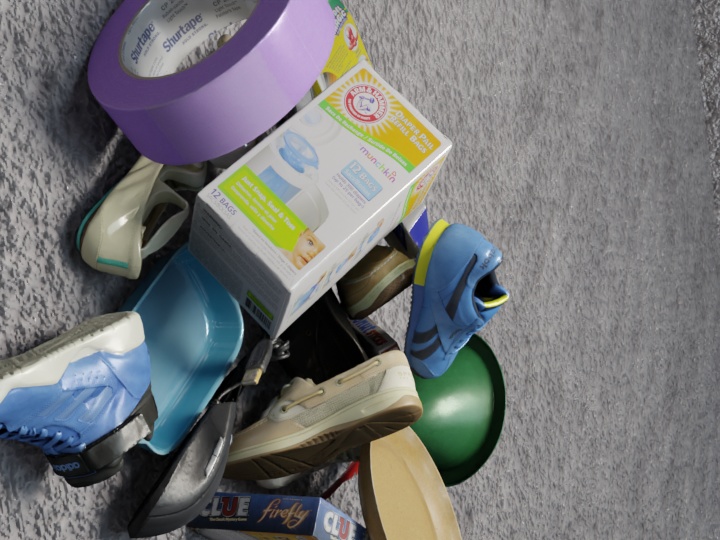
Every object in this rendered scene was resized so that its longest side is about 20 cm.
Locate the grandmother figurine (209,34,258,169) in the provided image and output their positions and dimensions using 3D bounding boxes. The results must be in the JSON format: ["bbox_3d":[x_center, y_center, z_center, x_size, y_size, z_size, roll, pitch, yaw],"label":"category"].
[{"bbox_3d":[-0.107,-0.145,1.087,0.201,0.060,0.123,-92,165,-62],"label":"grandmother figurine"}]

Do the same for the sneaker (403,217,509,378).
[{"bbox_3d":[0.087,0.042,1.108,0.066,0.077,0.202,-54,160,-36],"label":"sneaker"}]

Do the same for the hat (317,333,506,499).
[{"bbox_3d":[0.042,0.139,1.300,0.175,0.164,0.203,21,51,-46],"label":"hat"}]

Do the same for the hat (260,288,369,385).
[{"bbox_3d":[-0.047,0.065,1.187,0.203,0.080,0.201,61,-2,4],"label":"hat"}]

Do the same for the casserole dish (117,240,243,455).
[{"bbox_3d":[-0.164,0.063,1.045,0.201,0.038,0.122,-60,136,-45],"label":"casserole dish"}]

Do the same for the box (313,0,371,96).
[{"bbox_3d":[-0.021,-0.180,1.335,0.118,0.048,0.202,-61,139,-45],"label":"box"}]

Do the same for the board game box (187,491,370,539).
[{"bbox_3d":[-0.046,0.253,1.127,0.200,0.133,0.035,46,49,-49],"label":"board game box"}]

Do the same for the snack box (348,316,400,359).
[{"bbox_3d":[0.016,0.087,1.249,0.200,0.024,0.073,-142,-150,-74],"label":"snack box"}]

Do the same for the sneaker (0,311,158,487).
[{"bbox_3d":[-0.222,0.112,0.879,0.199,0.076,0.113,-27,107,-51],"label":"sneaker"}]

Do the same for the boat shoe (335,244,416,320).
[{"bbox_3d":[0.000,0.000,1.158,0.071,0.200,0.077,-32,90,-14],"label":"boat shoe"}]

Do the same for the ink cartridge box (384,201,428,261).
[{"bbox_3d":[0.024,-0.068,1.174,0.201,0.037,0.095,58,-9,28],"label":"ink cartridge box"}]

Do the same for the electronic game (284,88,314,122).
[{"bbox_3d":[-0.054,-0.110,1.200,0.200,0.041,0.204,-11,90,-89],"label":"electronic game"}]

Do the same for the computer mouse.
[{"bbox_3d":[-0.114,0.137,1.024,0.046,0.141,0.201,36,43,-5],"label":"computer mouse"}]

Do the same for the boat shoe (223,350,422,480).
[{"bbox_3d":[-0.043,0.129,1.091,0.072,0.197,0.066,45,25,-60],"label":"boat shoe"}]

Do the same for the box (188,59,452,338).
[{"bbox_3d":[-0.034,-0.061,1.028,0.112,0.102,0.200,44,64,9],"label":"box"}]

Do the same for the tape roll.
[{"bbox_3d":[-0.121,-0.182,0.998,0.066,0.197,0.202,55,41,-41],"label":"tape roll"}]

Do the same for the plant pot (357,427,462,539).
[{"bbox_3d":[0.046,0.234,1.151,0.201,0.027,0.202,54,23,-36],"label":"plant pot"}]

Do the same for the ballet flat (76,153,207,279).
[{"bbox_3d":[-0.164,-0.071,1.033,0.070,0.068,0.202,60,41,-36],"label":"ballet flat"}]

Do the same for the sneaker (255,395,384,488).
[{"bbox_3d":[-0.030,0.158,1.199,0.199,0.098,0.079,-31,126,-57],"label":"sneaker"}]
